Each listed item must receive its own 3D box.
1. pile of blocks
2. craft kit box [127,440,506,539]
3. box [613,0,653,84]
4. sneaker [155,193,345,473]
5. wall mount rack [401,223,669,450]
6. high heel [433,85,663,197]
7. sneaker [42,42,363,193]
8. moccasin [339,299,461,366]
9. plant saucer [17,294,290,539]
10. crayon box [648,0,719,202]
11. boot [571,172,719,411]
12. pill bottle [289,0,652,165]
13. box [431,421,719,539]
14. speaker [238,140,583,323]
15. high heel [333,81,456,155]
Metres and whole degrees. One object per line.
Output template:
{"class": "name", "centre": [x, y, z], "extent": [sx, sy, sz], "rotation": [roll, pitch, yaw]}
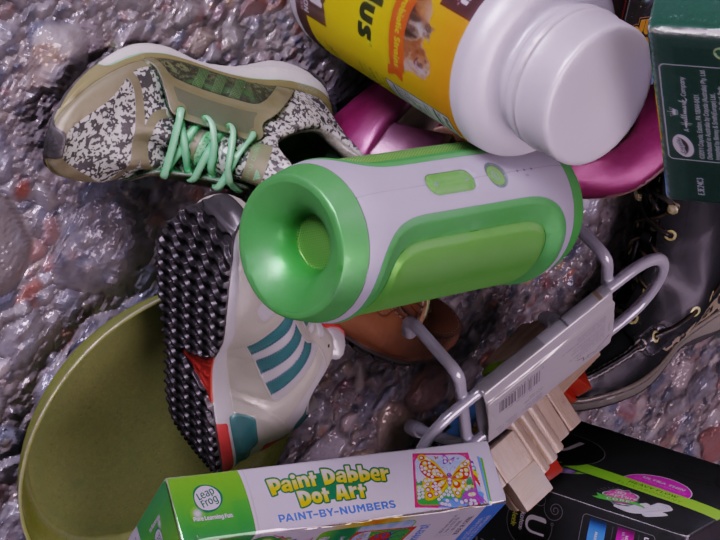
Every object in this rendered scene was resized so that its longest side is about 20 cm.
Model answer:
{"class": "pile of blocks", "centre": [0.099, 0.103, 1.398], "extent": [0.062, 0.082, 0.200], "rotation": [56, 33, -13]}
{"class": "craft kit box", "centre": [-0.042, 0.167, 1.287], "extent": [0.197, 0.049, 0.200], "rotation": [-7, 154, -26]}
{"class": "box", "centre": [0.203, -0.180, 1.414], "extent": [0.136, 0.040, 0.201], "rotation": [-13, 125, -40]}
{"class": "sneaker", "centre": [-0.055, 0.024, 1.222], "extent": [0.093, 0.070, 0.200], "rotation": [-24, 141, -26]}
{"class": "wall mount rack", "centre": [0.090, 0.048, 1.338], "extent": [0.200, 0.075, 0.174], "rotation": [-37, 156, -14]}
{"class": "high heel", "centre": [0.119, -0.085, 1.339], "extent": [0.199, 0.067, 0.096], "rotation": [-33, 121, -7]}
{"class": "sneaker", "centre": [-0.074, -0.070, 1.179], "extent": [0.199, 0.089, 0.077], "rotation": [-7, 122, -41]}
{"class": "moccasin", "centre": [-0.001, -0.001, 1.321], "extent": [0.201, 0.074, 0.078], "rotation": [31, 101, -43]}
{"class": "plant saucer", "centre": [-0.121, 0.091, 1.293], "extent": [0.199, 0.031, 0.201], "rotation": [-26, 133, -31]}
{"class": "crayon box", "centre": [0.195, -0.151, 1.153], "extent": [0.126, 0.051, 0.201], "rotation": [74, 28, -49]}
{"class": "boot", "centre": [0.190, -0.008, 1.504], "extent": [0.203, 0.073, 0.154], "rotation": [-29, 131, -29]}
{"class": "pill bottle", "centre": [0.059, -0.132, 1.179], "extent": [0.109, 0.200, 0.110], "rotation": [-25, 132, -31]}
{"class": "box", "centre": [0.149, 0.183, 1.457], "extent": [0.148, 0.199, 0.125], "rotation": [-15, 115, -56]}
{"class": "speaker", "centre": [0.031, -0.024, 1.166], "extent": [0.199, 0.088, 0.089], "rotation": [-11, 124, -48]}
{"class": "high heel", "centre": [0.038, -0.129, 1.295], "extent": [0.201, 0.096, 0.068], "rotation": [-62, 151, -26]}
